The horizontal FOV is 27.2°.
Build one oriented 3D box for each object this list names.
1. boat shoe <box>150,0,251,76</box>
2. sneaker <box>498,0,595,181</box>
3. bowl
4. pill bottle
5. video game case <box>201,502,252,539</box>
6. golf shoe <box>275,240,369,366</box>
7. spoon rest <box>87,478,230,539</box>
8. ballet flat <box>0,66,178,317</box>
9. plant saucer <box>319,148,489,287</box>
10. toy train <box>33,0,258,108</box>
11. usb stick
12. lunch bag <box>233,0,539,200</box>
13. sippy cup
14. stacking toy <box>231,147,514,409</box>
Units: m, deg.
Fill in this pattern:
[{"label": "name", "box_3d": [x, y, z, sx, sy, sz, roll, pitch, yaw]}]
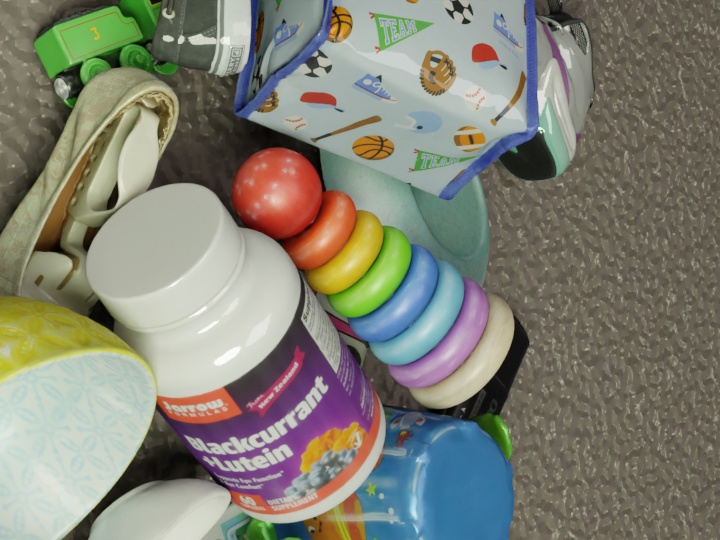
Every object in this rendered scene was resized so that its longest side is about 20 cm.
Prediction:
[{"label": "boat shoe", "box_3d": [-0.103, -0.202, 0.902, 0.056, 0.069, 0.200, 2, 53, -16]}, {"label": "sneaker", "box_3d": [0.120, -0.182, 1.137, 0.140, 0.078, 0.200, -57, 130, -33]}, {"label": "bowl", "box_3d": [-0.215, 0.079, 0.762, 0.200, 0.200, 0.108, -25, 60, -41]}, {"label": "pill bottle", "box_3d": [-0.071, 0.047, 0.847, 0.112, 0.111, 0.200, -60, 139, -28]}, {"label": "video game case", "box_3d": [-0.053, 0.240, 0.971, 0.182, 0.024, 0.200, -24, 102, -42]}, {"label": "golf shoe", "box_3d": [-0.064, 0.027, 0.944, 0.200, 0.073, 0.092, 8, 81, -42]}, {"label": "spoon rest", "box_3d": [-0.142, 0.160, 0.809, 0.061, 0.099, 0.200, 52, 26, 20]}, {"label": "ballet flat", "box_3d": [-0.160, -0.023, 0.838, 0.067, 0.062, 0.200, 26, 83, -44]}, {"label": "plant saucer", "box_3d": [0.044, -0.052, 1.029, 0.201, 0.039, 0.201, 35, 46, -45]}, {"label": "toy train", "box_3d": [-0.116, -0.156, 0.935, 0.200, 0.042, 0.056, -30, 96, -40]}, {"label": "usb stick", "box_3d": [0.073, 0.116, 1.092, 0.055, 0.033, 0.200, 48, 57, -37]}, {"label": "lunch bag", "box_3d": [0.022, -0.175, 0.947, 0.170, 0.124, 0.200, 22, 54, -29]}, {"label": "sippy cup", "box_3d": [0.022, 0.143, 0.947, 0.140, 0.130, 0.178, 43, 58, -31]}, {"label": "stacking toy", "box_3d": [0.000, 0.000, 0.913, 0.200, 0.085, 0.085, 39, 62, -25]}]
